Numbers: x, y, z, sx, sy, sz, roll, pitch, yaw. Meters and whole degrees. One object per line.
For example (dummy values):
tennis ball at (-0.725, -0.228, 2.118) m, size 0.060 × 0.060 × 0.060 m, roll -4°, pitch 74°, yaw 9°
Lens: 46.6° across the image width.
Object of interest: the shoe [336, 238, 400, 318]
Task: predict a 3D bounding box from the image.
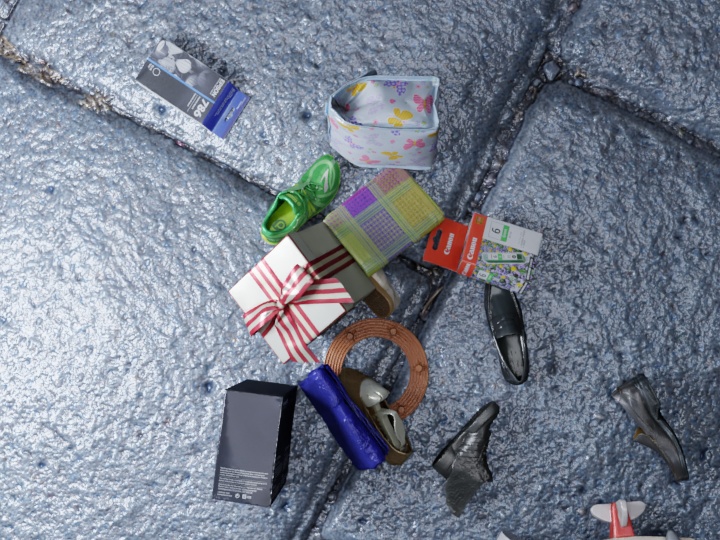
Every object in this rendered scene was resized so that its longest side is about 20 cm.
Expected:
shoe at (0.000, 0.000, 1.549) m, size 0.201 × 0.070 × 0.053 m, roll 51°, pitch 45°, yaw 6°

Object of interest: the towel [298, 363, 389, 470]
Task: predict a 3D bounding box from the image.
towel at (-0.029, 0.261, 1.494) m, size 0.049 × 0.148 × 0.201 m, roll -33°, pitch 87°, yaw -19°

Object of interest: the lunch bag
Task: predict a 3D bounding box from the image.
lunch bag at (0.039, -0.267, 1.488) m, size 0.196 × 0.170 × 0.129 m, roll 0°, pitch 72°, yaw 2°

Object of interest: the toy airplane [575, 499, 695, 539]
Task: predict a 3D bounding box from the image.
toy airplane at (0.470, 0.502, 1.463) m, size 0.199 × 0.141 × 0.201 m, roll 41°, pitch 90°, yaw 4°

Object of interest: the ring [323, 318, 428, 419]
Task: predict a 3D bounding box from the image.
ring at (0.029, 0.190, 1.553) m, size 0.197 × 0.019 × 0.204 m, roll 0°, pitch 88°, yaw 3°

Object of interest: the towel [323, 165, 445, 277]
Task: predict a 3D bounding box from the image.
towel at (0.047, -0.096, 1.528) m, size 0.199 × 0.023 × 0.144 m, roll -38°, pitch 82°, yaw -18°

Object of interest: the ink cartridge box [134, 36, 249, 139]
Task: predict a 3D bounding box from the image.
ink cartridge box at (-0.317, -0.344, 1.578) m, size 0.198 × 0.039 × 0.100 m, roll 32°, pitch 88°, yaw 2°

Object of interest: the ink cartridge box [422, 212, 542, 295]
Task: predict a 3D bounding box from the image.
ink cartridge box at (0.222, -0.041, 1.519) m, size 0.197 × 0.051 × 0.110 m, roll 18°, pitch 62°, yaw 2°

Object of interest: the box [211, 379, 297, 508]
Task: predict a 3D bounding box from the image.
box at (-0.181, 0.295, 1.466) m, size 0.102 × 0.200 × 0.185 m, roll 8°, pitch 87°, yaw 3°

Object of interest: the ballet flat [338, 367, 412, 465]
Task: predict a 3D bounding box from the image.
ballet flat at (0.035, 0.256, 1.500) m, size 0.067 × 0.072 × 0.202 m, roll -26°, pitch 87°, yaw -43°

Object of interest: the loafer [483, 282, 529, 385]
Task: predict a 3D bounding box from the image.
loafer at (0.270, 0.107, 1.521) m, size 0.067 × 0.070 × 0.204 m, roll -12°, pitch 87°, yaw 1°

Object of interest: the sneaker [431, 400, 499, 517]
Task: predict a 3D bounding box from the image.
sneaker at (0.209, 0.343, 1.522) m, size 0.104 × 0.060 × 0.200 m, roll 42°, pitch 95°, yaw 4°

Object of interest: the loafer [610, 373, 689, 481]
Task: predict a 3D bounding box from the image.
loafer at (0.525, 0.291, 1.510) m, size 0.072 × 0.073 × 0.202 m, roll -27°, pitch 77°, yaw 10°

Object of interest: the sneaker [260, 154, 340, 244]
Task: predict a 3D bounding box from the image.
sneaker at (-0.107, -0.127, 1.538) m, size 0.074 × 0.084 × 0.201 m, roll 40°, pitch 89°, yaw 3°

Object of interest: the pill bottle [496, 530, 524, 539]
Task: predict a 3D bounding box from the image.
pill bottle at (0.243, 0.574, 1.483) m, size 0.111 × 0.112 × 0.202 m, roll 27°, pitch 88°, yaw 3°

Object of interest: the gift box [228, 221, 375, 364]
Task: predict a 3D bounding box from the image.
gift box at (-0.089, 0.043, 1.454) m, size 0.200 × 0.186 × 0.185 m, roll 47°, pitch 114°, yaw 6°
